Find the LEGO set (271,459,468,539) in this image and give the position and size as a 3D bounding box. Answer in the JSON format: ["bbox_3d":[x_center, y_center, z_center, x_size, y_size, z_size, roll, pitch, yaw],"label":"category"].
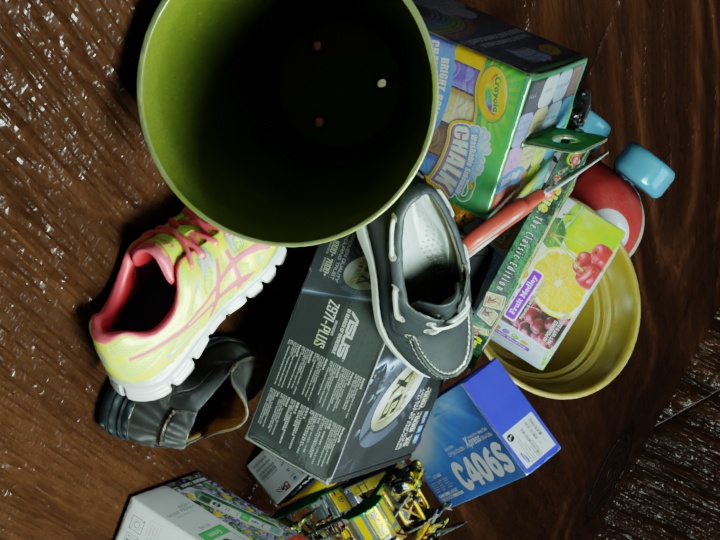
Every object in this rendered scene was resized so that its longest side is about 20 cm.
[{"bbox_3d":[-0.008,0.257,1.367,0.199,0.116,0.154,-28,-173,17],"label":"LEGO set"}]

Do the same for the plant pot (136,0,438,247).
[{"bbox_3d":[-0.030,-0.123,1.038,0.200,0.186,0.188,-44,157,-77],"label":"plant pot"}]

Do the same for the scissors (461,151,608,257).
[{"bbox_3d":[0.143,-0.059,1.231,0.199,0.014,0.073,-33,170,-27],"label":"scissors"}]

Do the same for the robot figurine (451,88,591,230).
[{"bbox_3d":[0.109,-0.124,1.391,0.200,0.145,0.058,-42,158,-26],"label":"robot figurine"}]

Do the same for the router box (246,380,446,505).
[{"bbox_3d":[0.005,0.125,1.454,0.200,0.051,0.149,-46,165,18],"label":"router box"}]

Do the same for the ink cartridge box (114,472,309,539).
[{"bbox_3d":[-0.086,0.238,1.258,0.109,0.199,0.051,-10,125,-64],"label":"ink cartridge box"}]

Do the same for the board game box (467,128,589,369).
[{"bbox_3d":[0.139,-0.017,1.337,0.201,0.023,0.105,-59,170,-20],"label":"board game box"}]

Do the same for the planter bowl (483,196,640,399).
[{"bbox_3d":[0.165,0.030,1.517,0.201,0.200,0.083,-52,-168,-26],"label":"planter bowl"}]

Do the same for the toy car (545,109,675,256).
[{"bbox_3d":[0.183,-0.086,1.583,0.185,0.177,0.200,-53,147,7],"label":"toy car"}]

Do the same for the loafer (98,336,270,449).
[{"bbox_3d":[-0.117,0.101,1.203,0.200,0.072,0.073,-20,132,-62],"label":"loafer"}]

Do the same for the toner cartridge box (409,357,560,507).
[{"bbox_3d":[0.096,0.147,1.384,0.043,0.095,0.200,-33,175,-23],"label":"toner cartridge box"}]

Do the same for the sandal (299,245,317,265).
[{"bbox_3d":[0.000,0.000,1.350,0.075,0.045,0.201,-44,138,-22],"label":"sandal"}]

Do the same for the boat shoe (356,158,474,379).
[{"bbox_3d":[0.047,0.011,1.142,0.075,0.060,0.201,-38,130,-15],"label":"boat shoe"}]

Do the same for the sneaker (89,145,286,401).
[{"bbox_3d":[-0.115,-0.008,1.079,0.201,0.078,0.090,-59,153,-15],"label":"sneaker"}]

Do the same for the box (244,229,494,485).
[{"bbox_3d":[0.011,0.057,1.277,0.164,0.086,0.201,-2,116,-64],"label":"box"}]

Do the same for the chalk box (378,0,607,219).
[{"bbox_3d":[0.095,-0.127,1.254,0.124,0.199,0.124,-25,138,-57],"label":"chalk box"}]

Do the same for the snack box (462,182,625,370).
[{"bbox_3d":[0.118,-0.024,1.424,0.143,0.199,0.053,-54,170,-22],"label":"snack box"}]
